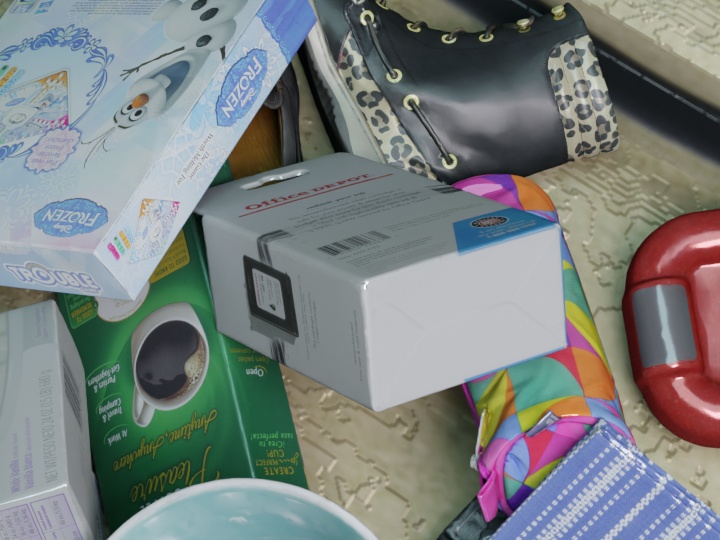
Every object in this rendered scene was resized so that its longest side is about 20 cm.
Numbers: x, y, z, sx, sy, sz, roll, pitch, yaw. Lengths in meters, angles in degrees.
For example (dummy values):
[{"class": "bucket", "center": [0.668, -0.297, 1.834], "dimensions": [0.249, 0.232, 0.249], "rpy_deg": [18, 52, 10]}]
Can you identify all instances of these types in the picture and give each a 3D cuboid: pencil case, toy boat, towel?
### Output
[{"class": "pencil case", "center": [0.084, 0.039, 1.174], "dimensions": [0.088, 0.089, 0.201], "rpy_deg": [-12, 43, 0]}, {"class": "toy boat", "center": [0.241, 0.016, 1.185], "dimensions": [0.198, 0.131, 0.131], "rpy_deg": [-9, 75, 1]}, {"class": "towel", "center": [0.148, 0.183, 1.114], "dimensions": [0.200, 0.024, 0.145], "rpy_deg": [39, 108, -7]}]

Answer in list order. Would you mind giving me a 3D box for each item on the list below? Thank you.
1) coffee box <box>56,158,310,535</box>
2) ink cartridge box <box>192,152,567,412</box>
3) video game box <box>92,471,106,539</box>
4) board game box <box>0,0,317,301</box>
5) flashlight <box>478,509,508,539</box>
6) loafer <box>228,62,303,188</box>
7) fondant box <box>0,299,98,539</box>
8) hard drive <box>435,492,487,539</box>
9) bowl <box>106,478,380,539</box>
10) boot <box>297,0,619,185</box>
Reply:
[{"class": "coffee box", "center": [-0.102, 0.047, 1.213], "dimensions": [0.123, 0.044, 0.201], "rpy_deg": [-29, 69, 37]}, {"class": "ink cartridge box", "center": [0.000, 0.000, 1.127], "dimensions": [0.115, 0.200, 0.067], "rpy_deg": [-17, 111, -27]}, {"class": "video game box", "center": [-0.227, 0.214, 1.207], "dimensions": [0.199, 0.047, 0.183], "rpy_deg": [-11, 77, 0]}, {"class": "board game box", "center": [-0.150, -0.079, 1.204], "dimensions": [0.199, 0.043, 0.200], "rpy_deg": [6, 53, 40]}, {"class": "flashlight", "center": [0.157, 0.165, 1.146], "dimensions": [0.198, 0.068, 0.068], "rpy_deg": [5, 80, 6]}, {"class": "loafer", "center": [-0.068, -0.093, 1.264], "dimensions": [0.072, 0.072, 0.201], "rpy_deg": [-19, 75, -2]}, {"class": "fondant box", "center": [-0.238, 0.105, 1.142], "dimensions": [0.199, 0.058, 0.145], "rpy_deg": [-16, 39, 2]}, {"class": "hard drive", "center": [0.122, 0.202, 1.192], "dimensions": [0.200, 0.038, 0.140], "rpy_deg": [42, 81, 13]}, {"class": "bowl", "center": [-0.041, 0.205, 1.070], "dimensions": [0.199, 0.105, 0.202], "rpy_deg": [-4, 78, 20]}, {"class": "boot", "center": [0.045, -0.128, 1.268], "dimensions": [0.153, 0.074, 0.205], "rpy_deg": [-20, 81, -4]}]
